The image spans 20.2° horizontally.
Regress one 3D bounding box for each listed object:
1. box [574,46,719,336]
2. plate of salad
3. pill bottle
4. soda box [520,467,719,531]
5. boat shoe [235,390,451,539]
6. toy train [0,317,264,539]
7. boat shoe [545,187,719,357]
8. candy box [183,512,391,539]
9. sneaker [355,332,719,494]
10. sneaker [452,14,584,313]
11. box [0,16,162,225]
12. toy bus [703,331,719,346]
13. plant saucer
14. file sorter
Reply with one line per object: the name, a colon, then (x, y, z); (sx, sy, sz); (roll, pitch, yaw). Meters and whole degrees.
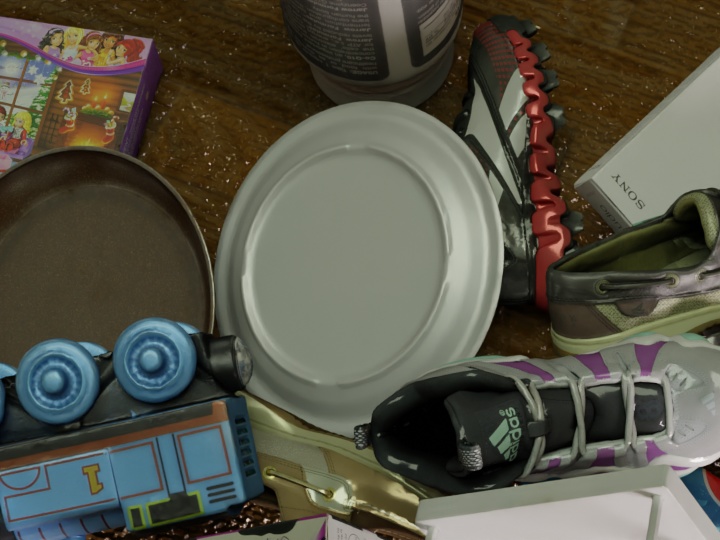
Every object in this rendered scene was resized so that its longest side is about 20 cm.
box: (0.244, -0.063, 1.189); (0.200, 0.036, 0.144); (-43, 94, -11)
plate of salad: (0.000, 0.000, 1.193); (0.199, 0.048, 0.201); (-7, 77, 30)
pill bottle: (0.004, -0.181, 1.209); (0.113, 0.200, 0.114); (-2, 65, 5)
soda box: (0.187, 0.155, 1.110); (0.200, 0.064, 0.068); (34, 73, 18)
boat shoe: (-0.024, 0.128, 1.146); (0.199, 0.074, 0.067); (21, 72, 26)
toy train: (-0.150, 0.094, 1.096); (0.199, 0.087, 0.115); (-13, 85, 4)
boat shoe: (0.193, -0.012, 1.112); (0.200, 0.066, 0.072); (-24, 33, -9)
candy box: (-0.021, 0.181, 1.025); (0.136, 0.200, 0.061); (-14, 64, 27)
sneaker: (0.093, 0.080, 1.020); (0.199, 0.140, 0.078); (-10, 89, 26)
sneaker: (0.077, -0.065, 1.219); (0.097, 0.071, 0.201); (-7, 66, 1)
box: (-0.239, -0.094, 1.285); (0.199, 0.039, 0.137); (9, 67, 10)
toy bus: (0.255, 0.049, 1.122); (0.199, 0.078, 0.065); (-19, 84, -13)
plant saucer: (-0.166, 0.027, 1.192); (0.199, 0.032, 0.201); (-4, 81, 26)
file sorter: (0.123, 0.209, 0.981); (0.138, 0.200, 0.125); (-13, 42, 32)
